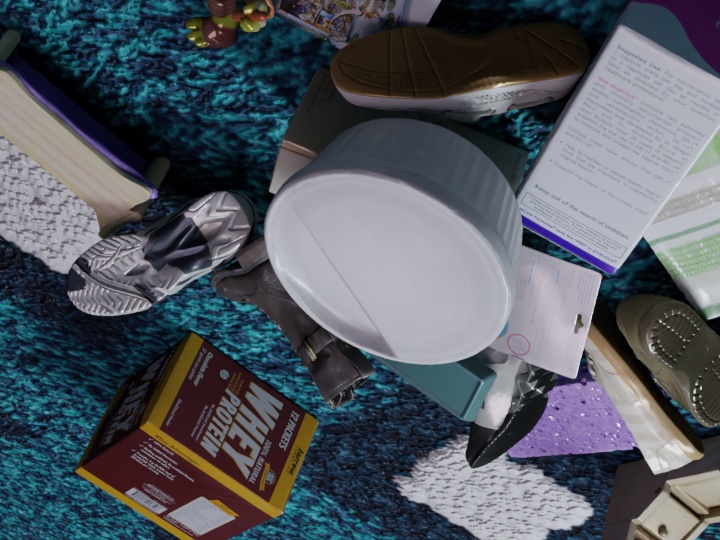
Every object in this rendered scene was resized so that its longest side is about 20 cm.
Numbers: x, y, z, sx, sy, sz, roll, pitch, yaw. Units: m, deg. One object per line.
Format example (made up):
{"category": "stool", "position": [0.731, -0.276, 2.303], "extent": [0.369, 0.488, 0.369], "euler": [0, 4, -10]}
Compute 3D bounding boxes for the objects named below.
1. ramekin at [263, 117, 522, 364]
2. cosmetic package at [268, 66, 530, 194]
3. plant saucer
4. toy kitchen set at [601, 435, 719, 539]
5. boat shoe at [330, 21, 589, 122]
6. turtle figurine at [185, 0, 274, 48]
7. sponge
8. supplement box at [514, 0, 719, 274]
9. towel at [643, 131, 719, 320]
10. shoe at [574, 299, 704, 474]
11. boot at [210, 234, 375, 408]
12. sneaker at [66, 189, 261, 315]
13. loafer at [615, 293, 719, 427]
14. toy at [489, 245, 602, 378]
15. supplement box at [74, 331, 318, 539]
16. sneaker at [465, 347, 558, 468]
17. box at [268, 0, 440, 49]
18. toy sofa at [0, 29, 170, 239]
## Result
{"category": "ramekin", "position": [0.033, -0.028, 0.964], "extent": [0.202, 0.094, 0.203], "euler": [16, 138, 15]}
{"category": "cosmetic package", "position": [0.033, -0.085, 1.064], "extent": [0.199, 0.104, 0.073], "euler": [21, 141, 0]}
{"category": "plant saucer", "position": [0.041, 0.075, 1.247], "extent": [0.200, 0.019, 0.070], "euler": [35, 127, 17]}
{"category": "toy kitchen set", "position": [0.376, 0.295, 1.277], "extent": [0.163, 0.181, 0.200], "euler": [38, 143, -21]}
{"category": "boat shoe", "position": [0.076, -0.145, 0.966], "extent": [0.199, 0.071, 0.069], "euler": [-3, 152, -4]}
{"category": "turtle figurine", "position": [-0.106, -0.254, 0.943], "extent": [0.200, 0.064, 0.161], "euler": [63, 157, 12]}
{"category": "sponge", "position": [0.224, 0.148, 1.300], "extent": [0.199, 0.030, 0.112], "euler": [-11, 130, 36]}
{"category": "supplement box", "position": [0.204, -0.111, 0.932], "extent": [0.103, 0.101, 0.200], "euler": [29, 137, 5]}
{"category": "towel", "position": [0.308, -0.047, 1.042], "extent": [0.149, 0.031, 0.200], "euler": [-19, 124, 37]}
{"category": "shoe", "position": [0.251, 0.111, 1.179], "extent": [0.053, 0.070, 0.200], "euler": [-34, 98, 25]}
{"category": "boot", "position": [-0.064, 0.056, 1.189], "extent": [0.174, 0.069, 0.200], "euler": [59, 159, 2]}
{"category": "sneaker", "position": [-0.182, -0.018, 1.215], "extent": [0.199, 0.130, 0.080], "euler": [-33, 87, 10]}
{"category": "loafer", "position": [0.301, 0.076, 1.152], "extent": [0.200, 0.076, 0.067], "euler": [47, 178, -41]}
{"category": "toy", "position": [0.126, 0.011, 1.166], "extent": [0.199, 0.047, 0.116], "euler": [19, 123, 18]}
{"category": "supplement box", "position": [-0.197, 0.211, 1.489], "extent": [0.197, 0.133, 0.200], "euler": [37, 139, -17]}
{"category": "sneaker", "position": [0.144, 0.114, 1.256], "extent": [0.089, 0.074, 0.200], "euler": [45, 131, 29]}
{"category": "box", "position": [0.009, -0.251, 0.934], "extent": [0.136, 0.038, 0.200], "euler": [27, 141, -6]}
{"category": "toy sofa", "position": [-0.274, -0.132, 1.170], "extent": [0.200, 0.083, 0.097], "euler": [41, 133, -22]}
